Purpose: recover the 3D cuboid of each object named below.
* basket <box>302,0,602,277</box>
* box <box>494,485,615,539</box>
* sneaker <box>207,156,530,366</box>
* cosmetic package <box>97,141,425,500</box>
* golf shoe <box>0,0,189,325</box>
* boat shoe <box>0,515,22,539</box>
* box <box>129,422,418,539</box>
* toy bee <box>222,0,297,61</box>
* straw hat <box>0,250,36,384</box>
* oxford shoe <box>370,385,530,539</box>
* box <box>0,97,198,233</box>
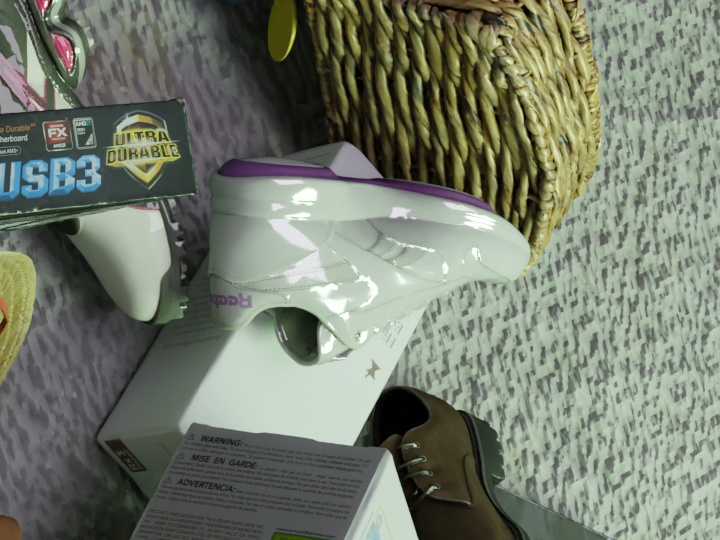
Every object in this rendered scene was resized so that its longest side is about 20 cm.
[{"bbox_3d":[0.070,-0.116,1.442,0.149,0.142,0.201,-55,151,-35],"label":"basket"},{"bbox_3d":[0.085,0.230,1.519,0.143,0.036,0.201,28,65,-39],"label":"box"},{"bbox_3d":[0.000,0.000,1.364,0.199,0.075,0.100,7,90,-38],"label":"sneaker"},{"bbox_3d":[-0.042,0.040,1.401,0.102,0.074,0.201,47,52,-27],"label":"cosmetic package"},{"bbox_3d":[-0.155,-0.054,1.318,0.088,0.077,0.201,-31,100,-26],"label":"golf shoe"},{"bbox_3d":[-0.171,0.205,1.229,0.071,0.076,0.202,-5,89,-27],"label":"boat shoe"},{"bbox_3d":[-0.029,0.183,1.308,0.201,0.112,0.102,72,34,-42],"label":"box"},{"bbox_3d":[-0.052,-0.174,1.405,0.199,0.108,0.132,-19,98,-45],"label":"toy bee"},{"bbox_3d":[-0.239,0.048,1.187,0.085,0.202,0.201,37,47,14],"label":"straw hat"},{"bbox_3d":[0.036,0.133,1.421,0.084,0.073,0.200,35,18,-28],"label":"oxford shoe"},{"bbox_3d":[-0.207,-0.031,1.160,0.199,0.198,0.050,-9,91,-45],"label":"box"}]
